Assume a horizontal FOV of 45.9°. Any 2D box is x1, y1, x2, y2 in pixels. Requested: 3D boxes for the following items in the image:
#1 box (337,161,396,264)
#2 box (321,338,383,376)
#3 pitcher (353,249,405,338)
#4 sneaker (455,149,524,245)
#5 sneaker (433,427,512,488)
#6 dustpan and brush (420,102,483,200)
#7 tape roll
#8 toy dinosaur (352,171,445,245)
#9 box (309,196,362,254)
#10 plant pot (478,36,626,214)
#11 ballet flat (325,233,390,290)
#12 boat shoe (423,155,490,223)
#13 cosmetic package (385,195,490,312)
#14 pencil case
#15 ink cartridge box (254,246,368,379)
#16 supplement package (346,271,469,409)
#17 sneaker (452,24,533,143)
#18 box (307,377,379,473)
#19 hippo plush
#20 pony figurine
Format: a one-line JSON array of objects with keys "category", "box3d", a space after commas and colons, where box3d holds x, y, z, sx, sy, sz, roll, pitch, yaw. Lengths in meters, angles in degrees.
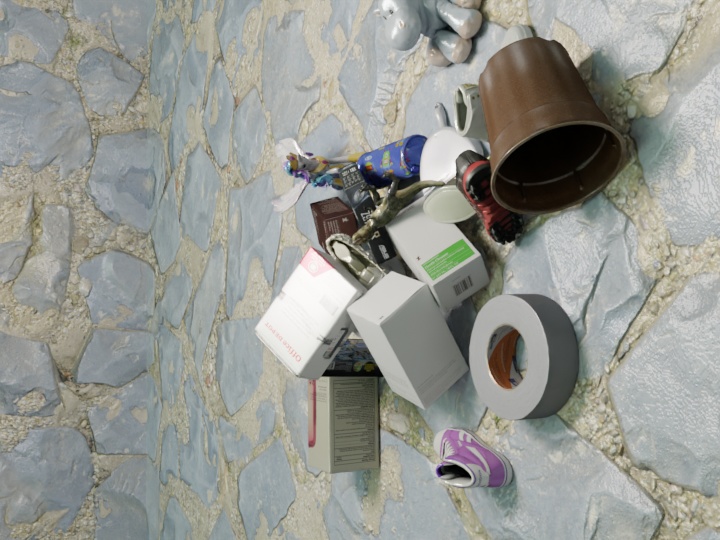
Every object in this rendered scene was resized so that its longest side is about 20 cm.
[{"category": "box", "box3d": [0.011, -0.117, 1.677, 0.200, 0.043, 0.162, -107, -7, -72]}, {"category": "box", "box3d": [-0.024, 0.177, 1.741, 0.136, 0.197, 0.041, 29, 110, 57]}, {"category": "pitcher", "box3d": [0.015, 0.055, 1.770, 0.199, 0.171, 0.122, -33, 27, 36]}, {"category": "sneaker", "box3d": [0.208, -0.124, 1.391, 0.070, 0.201, 0.098, -36, 46, 4]}, {"category": "sneaker", "box3d": [0.164, 0.328, 1.501, 0.199, 0.112, 0.074, 11, 100, 60]}, {"category": "dustpan and brush", "box3d": [0.158, -0.239, 1.585, 0.139, 0.057, 0.203, -33, 61, 32]}, {"category": "tape roll", "box3d": [0.261, 0.140, 1.385, 0.199, 0.065, 0.205, -5, 84, 59]}, {"category": "toy dinosaur", "box3d": [0.050, -0.131, 1.543, 0.199, 0.088, 0.048, -36, 21, 13]}, {"category": "box", "box3d": [-0.053, -0.090, 1.849, 0.200, 0.074, 0.102, -135, 32, -71]}, {"category": "plant pot", "box3d": [0.270, -0.226, 1.273, 0.201, 0.197, 0.201, -51, 40, 46]}, {"category": "ballet flat", "box3d": [0.000, 0.000, 1.648, 0.200, 0.071, 0.072, 43, 128, 24]}, {"category": "boat shoe", "box3d": [0.194, -0.143, 1.478, 0.200, 0.072, 0.061, -25, 23, 42]}, {"category": "cosmetic package", "box3d": [0.136, -0.034, 1.543, 0.201, 0.107, 0.085, 54, 175, 43]}, {"category": "pencil case", "box3d": [0.067, -0.214, 1.715, 0.199, 0.077, 0.089, -10, 73, 59]}, {"category": "ink cartridge box", "box3d": [-0.087, 0.084, 1.610, 0.145, 0.084, 0.201, 41, 99, 29]}, {"category": "supplement package", "box3d": [0.087, 0.124, 1.541, 0.121, 0.119, 0.202, 21, 145, 57]}, {"category": "sneaker", "box3d": [0.218, -0.315, 1.423, 0.073, 0.114, 0.204, 32, 115, 57]}, {"category": "box", "box3d": [-0.038, 0.323, 1.834, 0.108, 0.126, 0.205, -4, 85, 59]}, {"category": "hippo plush", "box3d": [0.119, -0.478, 1.551, 0.159, 0.158, 0.204, -27, 67, 56]}, {"category": "pony figurine", "box3d": [-0.110, -0.224, 1.901, 0.192, 0.197, 0.170, -19, 74, 58]}]
